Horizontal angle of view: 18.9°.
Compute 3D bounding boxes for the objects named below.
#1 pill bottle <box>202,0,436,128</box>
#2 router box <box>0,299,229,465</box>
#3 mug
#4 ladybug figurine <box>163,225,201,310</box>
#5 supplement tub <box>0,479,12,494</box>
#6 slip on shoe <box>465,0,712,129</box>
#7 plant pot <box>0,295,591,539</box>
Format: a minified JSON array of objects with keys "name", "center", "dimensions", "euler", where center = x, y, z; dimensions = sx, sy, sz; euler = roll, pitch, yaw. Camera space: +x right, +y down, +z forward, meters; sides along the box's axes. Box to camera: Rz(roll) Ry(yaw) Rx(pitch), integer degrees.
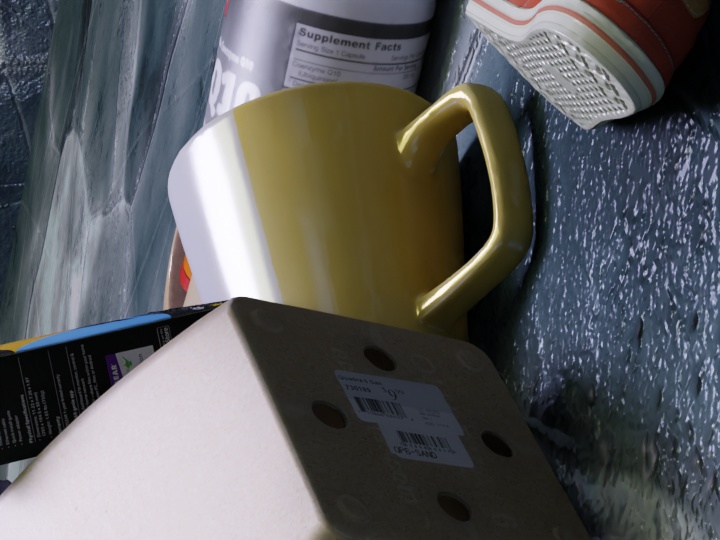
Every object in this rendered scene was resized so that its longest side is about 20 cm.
[{"name":"pill bottle","center":[-0.022,-0.119,1.194],"dimensions":[0.114,0.113,0.201],"euler":[-116,36,-65]},{"name":"router box","center":[-0.139,0.055,1.021],"dimensions":[0.200,0.148,0.051],"euler":[169,88,-73]},{"name":"mug","center":[-0.009,0.003,1.042],"dimensions":[0.187,0.148,0.154],"euler":[108,156,-57]},{"name":"ladybug figurine","center":[-0.084,-0.014,1.461],"dimensions":[0.201,0.071,0.136],"euler":[111,160,-45]},{"name":"supplement tub","center":[-0.146,0.175,1.356],"dimensions":[0.107,0.198,0.108],"euler":[-174,90,-76]},{"name":"slip on shoe","center":[0.092,-0.100,0.866],"dimensions":[0.061,0.074,0.200],"euler":[-48,9,-2]},{"name":"plant pot","center":[-0.019,0.128,0.885],"dimensions":[0.178,0.199,0.201],"euler":[-57,39,28]}]
